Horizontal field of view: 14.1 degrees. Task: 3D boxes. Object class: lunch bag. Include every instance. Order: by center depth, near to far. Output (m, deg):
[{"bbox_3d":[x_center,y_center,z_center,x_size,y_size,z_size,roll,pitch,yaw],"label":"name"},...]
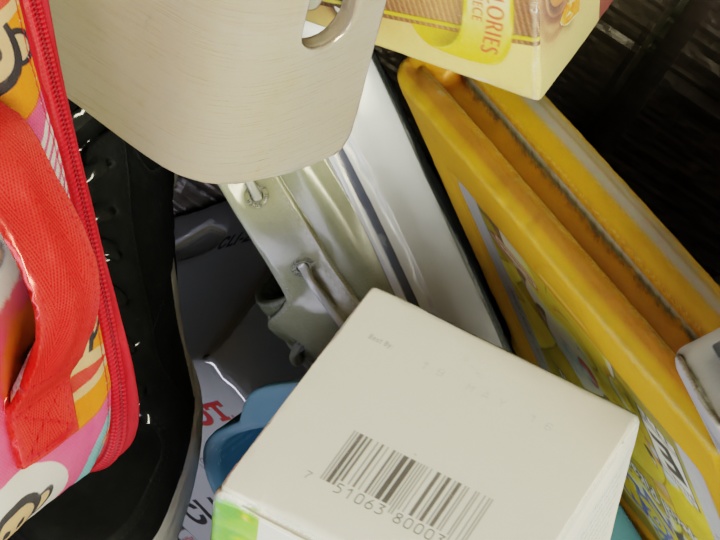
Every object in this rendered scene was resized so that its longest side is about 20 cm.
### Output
[{"bbox_3d":[-0.132,-0.026,0.727,0.176,0.082,0.200,18,131,38],"label":"lunch bag"}]

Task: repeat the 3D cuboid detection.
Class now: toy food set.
[{"bbox_3d":[-0.075,-0.125,0.702,0.200,0.060,0.144,37,145,16],"label":"toy food set"}]

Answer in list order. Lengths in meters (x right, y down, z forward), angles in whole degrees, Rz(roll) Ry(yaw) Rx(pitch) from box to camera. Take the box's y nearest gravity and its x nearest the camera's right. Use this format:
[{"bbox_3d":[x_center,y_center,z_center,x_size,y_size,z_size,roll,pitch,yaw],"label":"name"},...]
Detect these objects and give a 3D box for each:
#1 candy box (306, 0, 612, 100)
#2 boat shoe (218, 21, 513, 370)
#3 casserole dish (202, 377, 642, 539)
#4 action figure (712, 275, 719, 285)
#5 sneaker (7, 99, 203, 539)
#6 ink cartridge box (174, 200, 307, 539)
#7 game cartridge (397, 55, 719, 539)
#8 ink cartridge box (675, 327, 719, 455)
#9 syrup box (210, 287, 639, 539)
[{"bbox_3d":[-0.031,-0.129,0.748,0.200,0.055,0.115,21,144,22],"label":"candy box"},{"bbox_3d":[0.000,0.000,0.850,0.062,0.072,0.200,-24,107,5],"label":"boat shoe"},{"bbox_3d":[0.039,0.093,0.837,0.121,0.039,0.200,-8,127,42],"label":"casserole dish"},{"bbox_3d":[0.156,0.043,0.805,0.200,0.105,0.194,43,159,54],"label":"action figure"},{"bbox_3d":[-0.092,-0.013,0.821,0.073,0.200,0.112,-8,147,9],"label":"sneaker"},{"bbox_3d":[0.000,0.074,0.958,0.200,0.084,0.144,47,150,-18],"label":"ink cartridge box"},{"bbox_3d":[0.085,0.051,0.785,0.176,0.032,0.200,53,170,44],"label":"game cartridge"},{"bbox_3d":[0.196,0.048,0.666,0.198,0.200,0.043,60,-178,-35],"label":"ink cartridge box"},{"bbox_3d":[0.009,0.106,0.774,0.079,0.081,0.200,26,142,15],"label":"syrup box"}]
